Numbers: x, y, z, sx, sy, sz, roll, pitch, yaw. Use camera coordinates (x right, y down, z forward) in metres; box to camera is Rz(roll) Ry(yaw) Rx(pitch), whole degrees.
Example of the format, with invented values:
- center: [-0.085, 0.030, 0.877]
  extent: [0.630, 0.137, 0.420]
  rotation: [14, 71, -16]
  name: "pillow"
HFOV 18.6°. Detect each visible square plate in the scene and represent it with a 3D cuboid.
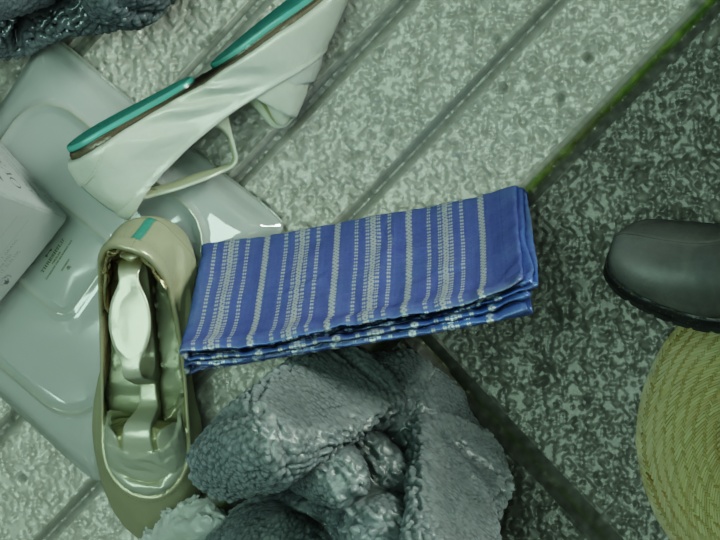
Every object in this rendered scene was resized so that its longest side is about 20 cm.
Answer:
- center: [-0.178, -0.009, 1.344]
  extent: [0.198, 0.028, 0.200]
  rotation: [38, 98, 14]
  name: "square plate"

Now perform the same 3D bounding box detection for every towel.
- center: [0.000, 0.000, 1.230]
  extent: [0.199, 0.145, 0.024]
  rotation: [-10, 116, 7]
  name: "towel"

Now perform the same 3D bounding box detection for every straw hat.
- center: [0.239, 0.087, 1.193]
  extent: [0.200, 0.085, 0.203]
  rotation: [-1, 88, 15]
  name: "straw hat"

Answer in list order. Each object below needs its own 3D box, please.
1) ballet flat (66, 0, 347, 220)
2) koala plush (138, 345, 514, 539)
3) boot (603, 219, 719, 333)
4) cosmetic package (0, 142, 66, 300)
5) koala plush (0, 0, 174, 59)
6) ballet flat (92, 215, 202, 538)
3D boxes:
- center: [-0.078, -0.098, 1.298]
  extent: [0.199, 0.069, 0.070]
  rotation: [-34, 80, -2]
  name: "ballet flat"
- center: [-0.026, 0.154, 1.245]
  extent: [0.177, 0.184, 0.200]
  rotation: [36, 118, 0]
  name: "koala plush"
- center: [0.223, -0.028, 1.148]
  extent: [0.199, 0.132, 0.070]
  rotation: [9, 49, 17]
  name: "boot"
- center: [-0.312, -0.070, 1.274]
  extent: [0.123, 0.200, 0.199]
  rotation: [-49, 64, 10]
  name: "cosmetic package"
- center: [-0.233, -0.216, 1.263]
  extent: [0.183, 0.200, 0.178]
  rotation: [-20, 78, 15]
  name: "koala plush"
- center: [-0.128, 0.070, 1.286]
  extent: [0.069, 0.069, 0.202]
  rotation: [1, 101, 16]
  name: "ballet flat"
